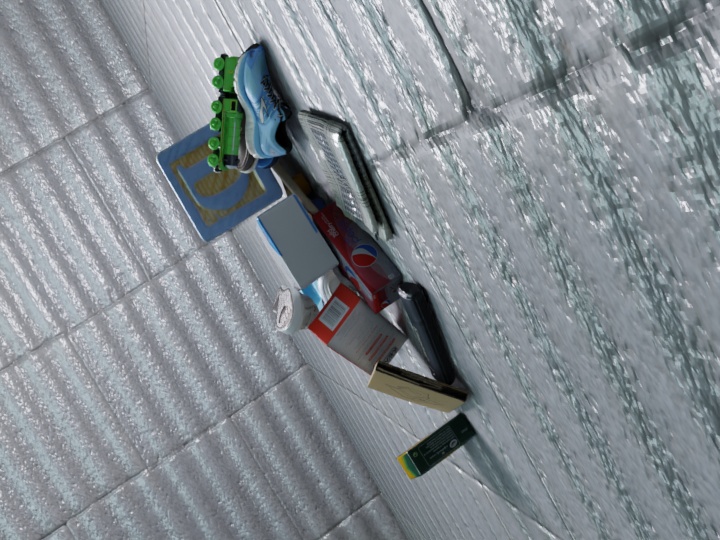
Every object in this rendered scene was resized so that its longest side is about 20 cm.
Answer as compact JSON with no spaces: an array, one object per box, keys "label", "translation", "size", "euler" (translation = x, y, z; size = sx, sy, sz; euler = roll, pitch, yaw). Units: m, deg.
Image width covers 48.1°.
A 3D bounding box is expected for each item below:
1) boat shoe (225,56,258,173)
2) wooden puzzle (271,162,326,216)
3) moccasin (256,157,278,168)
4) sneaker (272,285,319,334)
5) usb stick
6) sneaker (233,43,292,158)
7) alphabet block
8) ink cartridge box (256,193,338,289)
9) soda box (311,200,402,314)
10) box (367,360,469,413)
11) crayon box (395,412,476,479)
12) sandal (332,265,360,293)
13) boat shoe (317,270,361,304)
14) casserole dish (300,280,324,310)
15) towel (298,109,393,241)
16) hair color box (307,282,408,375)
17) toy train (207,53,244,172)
[{"label":"boat shoe","translation":[-0.219,-0.278,1.447],"size":[0.059,0.070,0.205],"euler":[-9,-78,-62]},{"label":"wooden puzzle","translation":[-0.095,-0.112,1.606],"size":[0.186,0.046,0.201],"euler":[51,170,38]},{"label":"moccasin","translation":[-0.187,-0.286,1.509],"size":[0.068,0.079,0.205],"euler":[13,-120,-68]},{"label":"sneaker","translation":[-0.103,0.072,1.423],"size":[0.083,0.074,0.200],"euler":[22,-173,-12]},{"label":"usb stick","translation":[0.107,0.103,1.301],"size":[0.055,0.032,0.203],"euler":[30,150,52]},{"label":"sneaker","translation":[-0.154,-0.289,1.384],"size":[0.088,0.079,0.204],"euler":[8,127,24]},{"label":"alphabet block","translation":[-0.288,-0.187,1.655],"size":[0.199,0.193,0.200],"euler":[62,173,-7]},{"label":"ink cartridge box","translation":[-0.118,-0.045,1.453],"size":[0.146,0.084,0.200],"euler":[57,171,-2]},{"label":"soda box","translation":[-0.006,-0.027,1.385],"size":[0.201,0.063,0.071],"euler":[52,167,31]},{"label":"box","translation":[0.095,0.206,1.401],"size":[0.160,0.022,0.200],"euler":[19,164,2]},{"label":"crayon box","translation":[0.137,0.333,1.515],"size":[0.052,0.124,0.200],"euler":[54,168,11]},{"label":"sandal","translation":[-0.006,-0.001,1.469],"size":[0.202,0.081,0.051],"euler":[39,114,58]},{"label":"boat shoe","translation":[-0.006,0.083,1.621],"size":[0.204,0.074,0.086],"euler":[54,162,-14]},{"label":"casserole dish","translation":[-0.115,-0.011,1.702],"size":[0.203,0.038,0.121],"euler":[61,157,14]},{"label":"towel","translation":[-0.029,-0.146,1.258],"size":[0.192,0.034,0.203],"euler":[38,156,60]},{"label":"hair color box","translation":[-0.001,0.112,1.449],"size":[0.061,0.102,0.200],"euler":[36,176,37]},{"label":"toy train","translation":[-0.229,-0.271,1.398],"size":[0.042,0.055,0.205],"euler":[-18,-67,-71]}]
